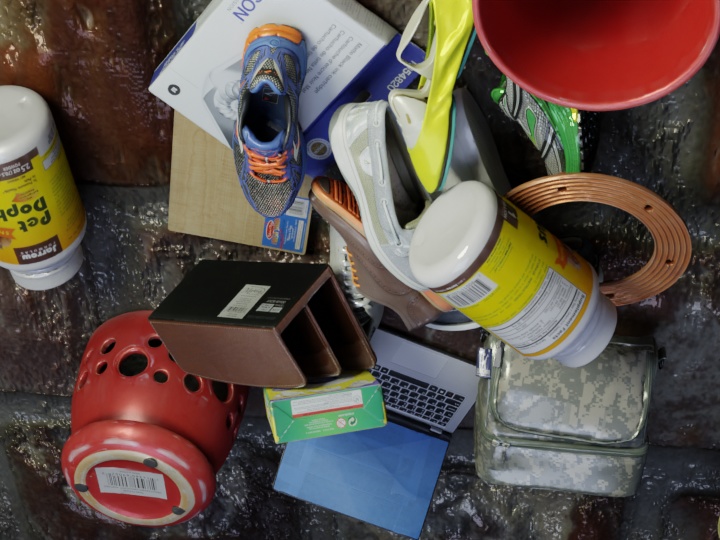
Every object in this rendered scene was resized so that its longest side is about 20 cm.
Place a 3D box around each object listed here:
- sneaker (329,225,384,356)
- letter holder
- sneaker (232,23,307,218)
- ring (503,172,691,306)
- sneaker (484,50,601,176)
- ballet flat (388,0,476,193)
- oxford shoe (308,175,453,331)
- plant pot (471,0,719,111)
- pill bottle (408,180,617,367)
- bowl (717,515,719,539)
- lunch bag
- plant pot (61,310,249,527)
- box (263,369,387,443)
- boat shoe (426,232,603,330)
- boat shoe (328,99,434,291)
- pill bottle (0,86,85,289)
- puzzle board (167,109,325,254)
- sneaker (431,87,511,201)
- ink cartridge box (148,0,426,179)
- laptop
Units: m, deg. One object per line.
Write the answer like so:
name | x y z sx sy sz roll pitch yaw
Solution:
sneaker | 0.000 0.000 1.692 0.075 0.081 0.202 6 135 8
letter holder | -0.099 0.076 1.710 0.198 0.101 0.143 3 131 44
sneaker | -0.088 -0.125 1.503 0.074 0.079 0.202 4 132 5
ring | 0.217 -0.031 1.561 0.198 0.019 0.201 8 145 5
sneaker | 0.171 -0.154 1.513 0.084 0.078 0.202 -1 130 26
ballet flat | 0.061 -0.171 1.474 0.066 0.067 0.202 8 110 -13
oxford shoe | 0.010 -0.012 1.617 0.073 0.072 0.200 -39 112 20
plant pot | 0.193 -0.262 1.311 0.197 0.179 0.202 6 137 6
pill bottle | 0.147 0.010 1.526 0.199 0.110 0.109 35 132 -29
bowl | 0.502 0.255 1.838 0.198 0.095 0.202 6 136 6
lunch bag | 0.217 0.136 1.753 0.197 0.140 0.170 7 118 2
plant pot | -0.236 0.178 1.852 0.197 0.184 0.202 6 139 6
box | -0.040 0.135 1.697 0.116 0.200 0.049 -9 92 -6
boat shoe | 0.147 0.006 1.677 0.198 0.076 0.061 -17 132 11
boat shoe | 0.039 -0.069 1.542 0.064 0.074 0.204 -5 119 41
pill bottle | -0.342 -0.078 1.649 0.108 0.110 0.201 0 136 11
puzzle board | -0.118 -0.102 1.658 0.149 0.018 0.201 10 137 0
sneaker | 0.081 -0.085 1.592 0.114 0.074 0.201 -9 134 17
ink cartridge box | -0.066 -0.183 1.530 0.199 0.041 0.200 32 127 -19
laptop | 0.026 0.179 1.844 0.185 0.117 0.201 20 136 -10
